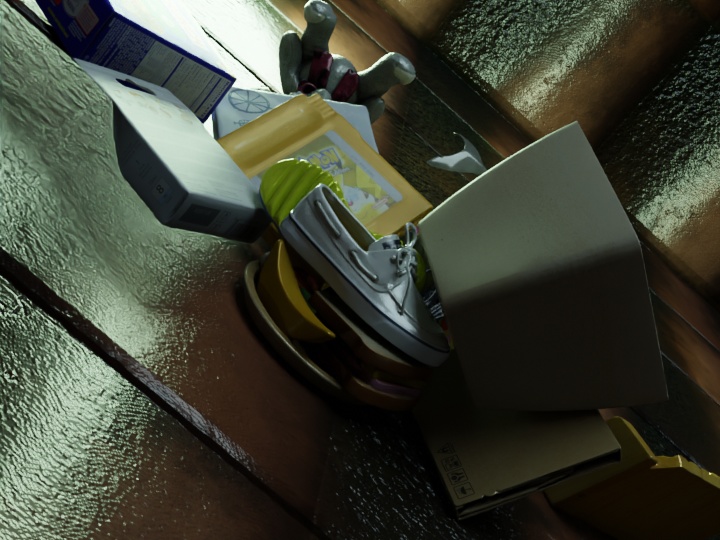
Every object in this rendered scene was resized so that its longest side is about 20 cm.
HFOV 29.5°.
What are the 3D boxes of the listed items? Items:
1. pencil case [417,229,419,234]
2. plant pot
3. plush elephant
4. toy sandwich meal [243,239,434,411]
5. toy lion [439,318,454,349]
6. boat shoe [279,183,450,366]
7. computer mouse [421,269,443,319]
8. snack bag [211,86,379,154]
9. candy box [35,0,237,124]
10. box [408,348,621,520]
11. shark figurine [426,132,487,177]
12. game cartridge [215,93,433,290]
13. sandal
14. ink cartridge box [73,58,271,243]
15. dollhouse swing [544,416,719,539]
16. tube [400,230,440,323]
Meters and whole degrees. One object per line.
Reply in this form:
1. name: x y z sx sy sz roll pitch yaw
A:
1. pencil case: 0.032 -0.059 1.664 0.200 0.087 0.087 51 18 28
2. plant pot: 0.161 0.016 1.272 0.200 0.176 0.201 -104 175 -51
3. plush elephant: -0.060 -0.212 1.723 0.164 0.200 0.155 38 40 -11
4. toy sandwich meal: -0.022 0.048 1.272 0.205 0.070 0.205 39 16 -14
5. toy lion: 0.165 0.077 1.442 0.069 0.200 0.192 30 38 -40
6. boat shoe: 0.022 -0.006 1.248 0.202 0.086 0.075 45 16 18
7. computer mouse: 0.000 0.000 1.468 0.200 0.053 0.138 46 43 13
8. snack bag: -0.070 -0.148 1.551 0.199 0.021 0.189 6 37 -16
9. candy box: -0.253 -0.267 1.511 0.200 0.077 0.169 24 24 -52
10. box: 0.135 0.135 1.296 0.200 0.163 0.021 -115 -172 -52
11. shark figurine: 0.123 -0.043 1.475 0.128 0.090 0.215 34 -25 19
12. game cartridge: -0.048 -0.091 1.451 0.200 0.032 0.176 46 54 14
13. sandal: -0.023 -0.028 1.346 0.200 0.079 0.087 45 -16 12
14. ink cartridge box: -0.191 -0.116 1.341 0.200 0.047 0.160 48 17 23
15. dollhouse swing: 0.298 0.197 1.514 0.200 0.181 0.177 31 40 -35
16. tube: 0.084 0.005 1.554 0.200 0.058 0.052 54 26 -51
